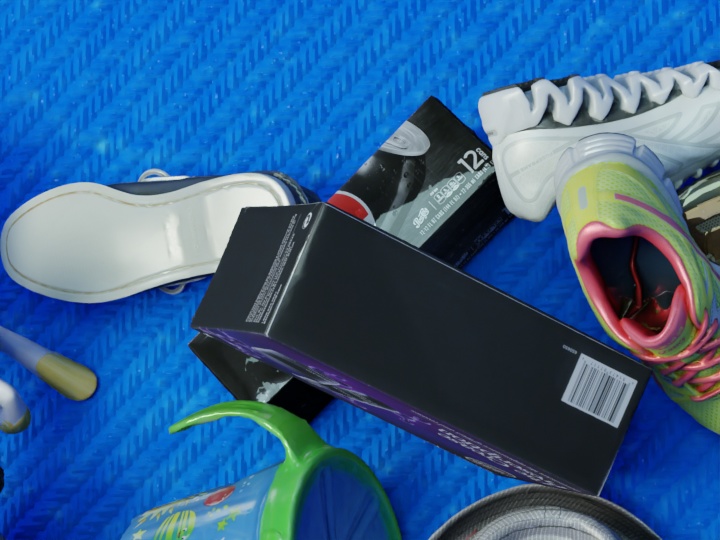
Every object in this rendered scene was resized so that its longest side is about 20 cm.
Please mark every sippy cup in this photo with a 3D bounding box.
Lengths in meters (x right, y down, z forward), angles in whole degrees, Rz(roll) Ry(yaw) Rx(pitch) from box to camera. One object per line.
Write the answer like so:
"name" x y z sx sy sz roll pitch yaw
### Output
"sippy cup" -0.060 0.171 1.326 0.130 0.140 0.179 -10 62 26

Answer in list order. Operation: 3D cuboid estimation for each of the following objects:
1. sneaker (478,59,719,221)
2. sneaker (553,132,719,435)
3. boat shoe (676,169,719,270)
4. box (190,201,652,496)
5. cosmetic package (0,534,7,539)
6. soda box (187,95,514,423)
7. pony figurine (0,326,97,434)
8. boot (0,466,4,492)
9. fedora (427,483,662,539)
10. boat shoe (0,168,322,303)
"sneaker" 0.165 -0.073 1.337 0.199 0.075 0.082 -8 90 -7
"sneaker" 0.163 0.028 1.267 0.078 0.090 0.200 -34 110 23
"boat shoe" 0.216 -0.022 1.316 0.200 0.076 0.074 -32 78 14
"box" 0.029 0.040 1.272 0.199 0.141 0.079 27 84 -17
"cosmetic package" -0.180 0.231 1.356 0.200 0.103 0.087 37 90 25
"soda box" 0.000 0.000 1.382 0.200 0.071 0.063 -46 66 0
"pony figurine" -0.262 0.018 1.391 0.192 0.200 0.167 22 74 23
"boot" -0.224 0.178 1.287 0.211 0.079 0.158 35 92 25
"fedora" 0.095 0.203 1.262 0.176 0.090 0.201 10 74 7
"boat shoe" -0.117 -0.024 1.432 0.199 0.062 0.075 -13 86 24
